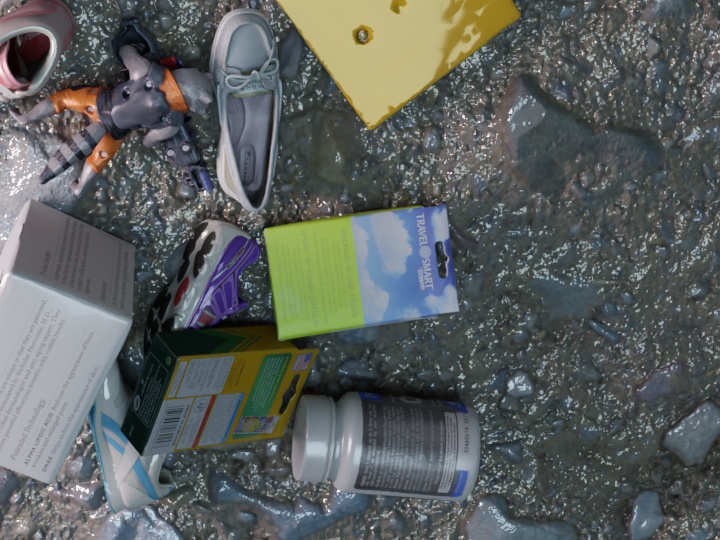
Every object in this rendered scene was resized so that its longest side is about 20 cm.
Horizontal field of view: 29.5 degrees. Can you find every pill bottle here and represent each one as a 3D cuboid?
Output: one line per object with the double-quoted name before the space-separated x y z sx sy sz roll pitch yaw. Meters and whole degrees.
"pill bottle" 0.027 0.197 1.539 0.197 0.114 0.115 7 111 -12

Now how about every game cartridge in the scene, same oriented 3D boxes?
"game cartridge" 0.038 -0.272 1.397 0.199 0.032 0.177 -36 113 4

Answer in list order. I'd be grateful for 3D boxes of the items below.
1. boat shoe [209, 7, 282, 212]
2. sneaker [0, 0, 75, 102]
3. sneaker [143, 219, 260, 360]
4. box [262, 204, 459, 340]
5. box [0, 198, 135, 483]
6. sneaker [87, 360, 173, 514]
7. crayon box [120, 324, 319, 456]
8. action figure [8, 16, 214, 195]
"boat shoe" -0.112 -0.162 1.389 0.074 0.065 0.204 -5 115 -23
"sneaker" -0.368 -0.191 1.324 0.199 0.105 0.076 -31 116 6
"sneaker" -0.169 0.045 1.469 0.083 0.081 0.201 21 111 -30
"box" 0.000 0.000 1.473 0.197 0.048 0.124 -8 94 -5
"box" -0.325 0.067 1.383 0.130 0.199 0.201 24 107 -17
"sneaker" -0.258 0.171 1.512 0.080 0.077 0.202 -13 120 -13
"crayon box" -0.151 0.127 1.477 0.199 0.052 0.127 -1 122 -45
"action figure" -0.224 -0.136 1.372 0.192 0.105 0.201 -27 113 12
